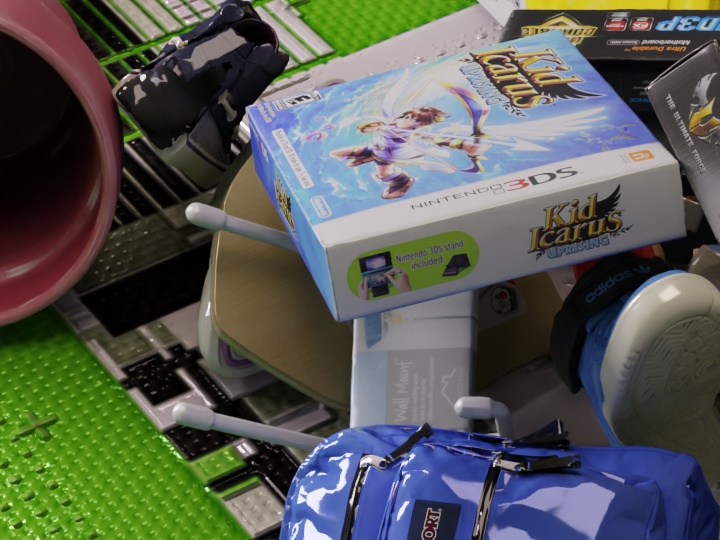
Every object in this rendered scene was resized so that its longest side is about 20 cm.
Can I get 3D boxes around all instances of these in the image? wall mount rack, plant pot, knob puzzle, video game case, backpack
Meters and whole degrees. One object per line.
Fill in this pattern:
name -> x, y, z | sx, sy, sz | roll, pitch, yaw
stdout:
wall mount rack -> -0.004, 0.032, 1.493 | 0.173, 0.075, 0.201 | -3, 64, 10
plant pot -> -0.231, -0.090, 1.630 | 0.199, 0.201, 0.179 | 0, 24, 1
knob puzzle -> 0.000, 0.000, 1.572 | 0.218, 0.030, 0.221 | 8, 65, -18
video game case -> 0.049, -0.054, 1.433 | 0.180, 0.046, 0.200 | -13, 27, -9
backpack -> 0.057, 0.145, 1.326 | 0.199, 0.168, 0.163 | 6, 68, 18

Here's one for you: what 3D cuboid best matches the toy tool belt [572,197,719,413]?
toy tool belt -> 0.222, 0.027, 1.542 | 0.199, 0.125, 0.123 | 22, 7, 21

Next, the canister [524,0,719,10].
canister -> 0.211, -0.170, 1.671 | 0.148, 0.087, 0.199 | 18, 18, 39

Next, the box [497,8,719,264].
box -> 0.187, -0.073, 1.579 | 0.199, 0.159, 0.046 | 3, 46, 21

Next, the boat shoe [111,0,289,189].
boat shoe -> -0.081, -0.105, 1.636 | 0.093, 0.200, 0.075 | -38, 89, 3

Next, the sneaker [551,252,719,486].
sneaker -> 0.137, 0.030, 1.408 | 0.076, 0.200, 0.112 | -27, 61, -3

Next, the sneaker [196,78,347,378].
sneaker -> -0.051, -0.016, 1.628 | 0.099, 0.075, 0.201 | -20, 38, 47

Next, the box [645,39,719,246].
box -> 0.237, -0.012, 1.386 | 0.158, 0.048, 0.201 | 4, 58, -52

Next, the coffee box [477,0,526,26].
coffee box -> 0.156, -0.289, 1.825 | 0.197, 0.201, 0.200 | -18, 41, -19
